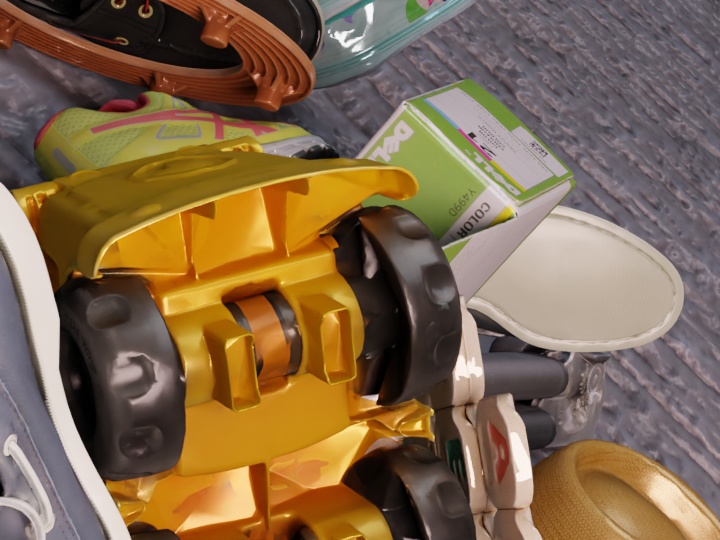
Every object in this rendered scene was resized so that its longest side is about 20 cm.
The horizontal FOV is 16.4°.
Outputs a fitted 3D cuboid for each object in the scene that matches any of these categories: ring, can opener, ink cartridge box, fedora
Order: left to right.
[{"bbox_3d":[-0.117,-0.111,1.152,0.200,0.019,0.200,17,-12,4],"label":"ring"},{"bbox_3d":[0.000,0.000,1.110,0.076,0.148,0.200,45,21,8],"label":"ink cartridge box"},{"bbox_3d":[0.068,0.062,1.274,0.067,0.053,0.200,16,7,31],"label":"can opener"},{"bbox_3d":[0.118,0.139,1.138,0.201,0.082,0.201,36,22,-17],"label":"fedora"}]

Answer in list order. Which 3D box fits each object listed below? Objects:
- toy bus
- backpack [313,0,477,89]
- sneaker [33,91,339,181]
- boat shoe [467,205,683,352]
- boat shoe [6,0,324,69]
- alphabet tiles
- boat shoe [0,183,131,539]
[{"bbox_3d":[-0.063,0.049,0.921,0.136,0.200,0.192,-16,20,-27],"label":"toy bus"},{"bbox_3d":[-0.019,-0.182,1.326,0.151,0.177,0.200,61,-26,-11],"label":"backpack"},{"bbox_3d":[-0.081,-0.051,1.175,0.090,0.078,0.200,39,15,19],"label":"sneaker"},{"bbox_3d":[0.063,-0.003,1.278,0.199,0.075,0.066,3,10,-4],"label":"boat shoe"},{"bbox_3d":[-0.116,-0.141,1.223,0.201,0.074,0.063,21,5,5],"label":"boat shoe"},{"bbox_3d":[0.040,0.112,0.945,0.196,0.015,0.200,151,-68,-78],"label":"alphabet tiles"},{"bbox_3d":[-0.121,0.063,0.800,0.075,0.200,0.062,17,39,36],"label":"boat shoe"}]
